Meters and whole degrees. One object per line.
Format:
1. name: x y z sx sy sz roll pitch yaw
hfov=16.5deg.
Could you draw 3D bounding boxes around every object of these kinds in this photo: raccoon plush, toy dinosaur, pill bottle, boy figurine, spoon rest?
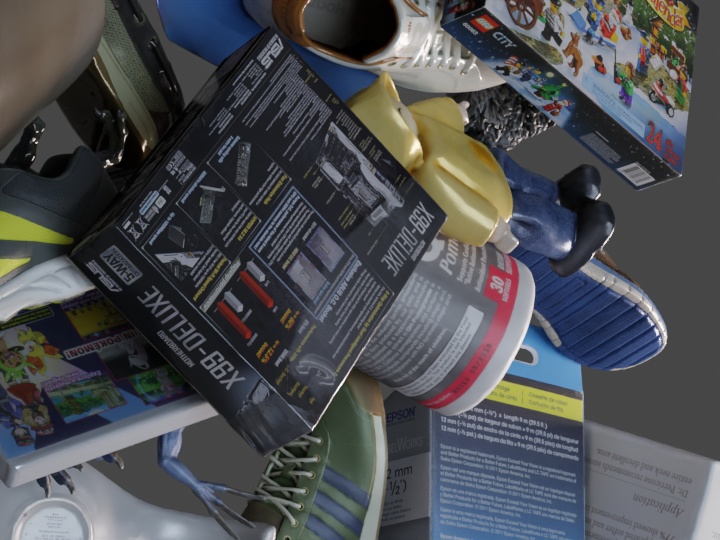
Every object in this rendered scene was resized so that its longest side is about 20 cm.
1. raccoon plush: 0.069 -0.139 1.603 0.134 0.097 0.200 46 71 -26
2. toy dinosaur: -0.115 0.065 1.482 0.200 0.105 0.181 47 37 2
3. pill bottle: 0.000 0.000 1.543 0.199 0.111 0.111 29 81 -20
4. toy dinosaur: -0.174 -0.051 1.415 0.199 0.047 0.089 8 88 -18
5. boy figurine: 0.061 -0.067 1.534 0.200 0.125 0.064 26 125 -32
6. spoon rest: -0.154 0.163 1.517 0.199 0.061 0.100 9 92 -25

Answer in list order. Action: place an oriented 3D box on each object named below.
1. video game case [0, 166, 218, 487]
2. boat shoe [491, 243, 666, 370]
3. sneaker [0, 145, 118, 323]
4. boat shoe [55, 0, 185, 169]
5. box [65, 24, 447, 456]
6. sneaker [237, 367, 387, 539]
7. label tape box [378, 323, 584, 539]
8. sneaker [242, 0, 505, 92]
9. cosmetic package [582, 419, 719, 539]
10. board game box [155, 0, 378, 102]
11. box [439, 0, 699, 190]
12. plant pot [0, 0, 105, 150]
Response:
1. video game case: -0.157 0.022 1.416 0.199 0.182 0.023 -18 148 -34
2. boat shoe: 0.139 -0.003 1.677 0.072 0.073 0.200 -30 135 22
3. sneaker: -0.209 -0.011 1.339 0.200 0.074 0.085 -21 93 -42
4. boat shoe: -0.163 -0.156 1.434 0.065 0.073 0.201 -47 127 -39
5. box: -0.052 -0.020 1.394 0.158 0.050 0.200 46 45 -14
6. sneaker: -0.038 0.152 1.587 0.090 0.067 0.201 -7 106 -40
7. label tape box: 0.080 0.133 1.669 0.143 0.066 0.201 15 66 -39
8. sneaker: 0.030 -0.140 1.509 0.199 0.085 0.073 7 108 -29
9. cosmetic package: 0.211 0.226 1.733 0.166 0.167 0.201 20 88 -39
10. board game box: -0.047 -0.191 1.533 0.200 0.039 0.159 26 88 -33
11. box: 0.135 -0.159 1.557 0.200 0.038 0.137 36 51 -36
12. plant pot: -0.236 -0.131 1.320 0.173 0.199 0.201 -31 118 -49
